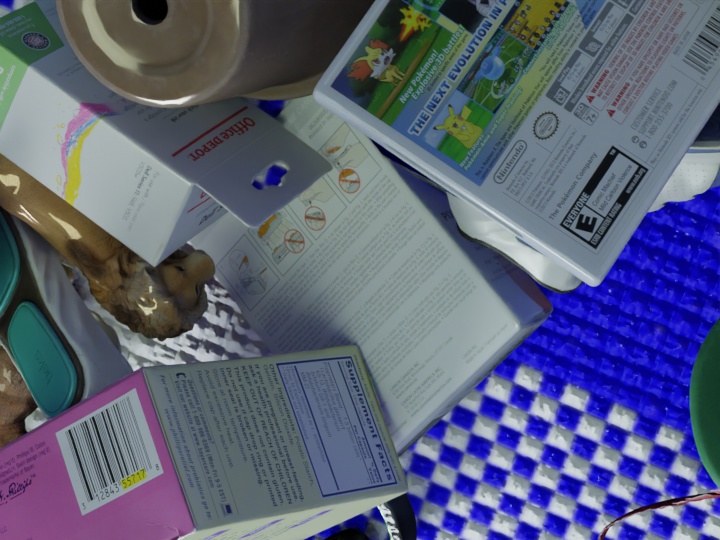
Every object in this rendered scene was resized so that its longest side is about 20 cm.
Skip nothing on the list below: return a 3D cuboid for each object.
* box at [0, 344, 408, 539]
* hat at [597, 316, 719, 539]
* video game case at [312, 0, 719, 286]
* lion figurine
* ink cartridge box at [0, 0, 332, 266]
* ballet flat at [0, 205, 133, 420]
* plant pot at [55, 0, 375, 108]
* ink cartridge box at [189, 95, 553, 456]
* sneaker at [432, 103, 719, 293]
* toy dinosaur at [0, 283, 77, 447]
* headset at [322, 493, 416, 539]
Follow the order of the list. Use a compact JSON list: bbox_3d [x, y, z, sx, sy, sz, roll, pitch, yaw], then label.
[{"bbox_3d":[-0.106,0.125,1.285,0.175,0.200,0.097,-29,74,34],"label":"box"},{"bbox_3d":[0.261,0.101,1.274,0.199,0.166,0.176,19,162,11],"label":"hat"},{"bbox_3d":[0.104,-0.123,1.158,0.182,0.022,0.200,34,80,5],"label":"video game case"},{"bbox_3d":[-0.174,-0.037,1.325,0.199,0.123,0.073,32,116,-6],"label":"lion figurine"},{"bbox_3d":[-0.129,-0.078,1.289,0.200,0.117,0.067,36,122,9],"label":"ink cartridge box"},{"bbox_3d":[-0.194,0.020,1.332,0.200,0.069,0.070,55,131,34],"label":"ballet flat"},{"bbox_3d":[-0.077,-0.169,1.195,0.199,0.175,0.201,9,117,17],"label":"plant pot"},{"bbox_3d":[0.000,0.000,1.340,0.200,0.050,0.162,53,125,12],"label":"ink cartridge box"},{"bbox_3d":[0.135,-0.052,1.231,0.198,0.081,0.115,-7,138,9],"label":"sneaker"},{"bbox_3d":[-0.219,0.056,1.430,0.135,0.086,0.201,17,103,1],"label":"toy dinosaur"},{"bbox_3d":[-0.045,0.193,1.414,0.123,0.094,0.200,33,130,4],"label":"headset"}]
